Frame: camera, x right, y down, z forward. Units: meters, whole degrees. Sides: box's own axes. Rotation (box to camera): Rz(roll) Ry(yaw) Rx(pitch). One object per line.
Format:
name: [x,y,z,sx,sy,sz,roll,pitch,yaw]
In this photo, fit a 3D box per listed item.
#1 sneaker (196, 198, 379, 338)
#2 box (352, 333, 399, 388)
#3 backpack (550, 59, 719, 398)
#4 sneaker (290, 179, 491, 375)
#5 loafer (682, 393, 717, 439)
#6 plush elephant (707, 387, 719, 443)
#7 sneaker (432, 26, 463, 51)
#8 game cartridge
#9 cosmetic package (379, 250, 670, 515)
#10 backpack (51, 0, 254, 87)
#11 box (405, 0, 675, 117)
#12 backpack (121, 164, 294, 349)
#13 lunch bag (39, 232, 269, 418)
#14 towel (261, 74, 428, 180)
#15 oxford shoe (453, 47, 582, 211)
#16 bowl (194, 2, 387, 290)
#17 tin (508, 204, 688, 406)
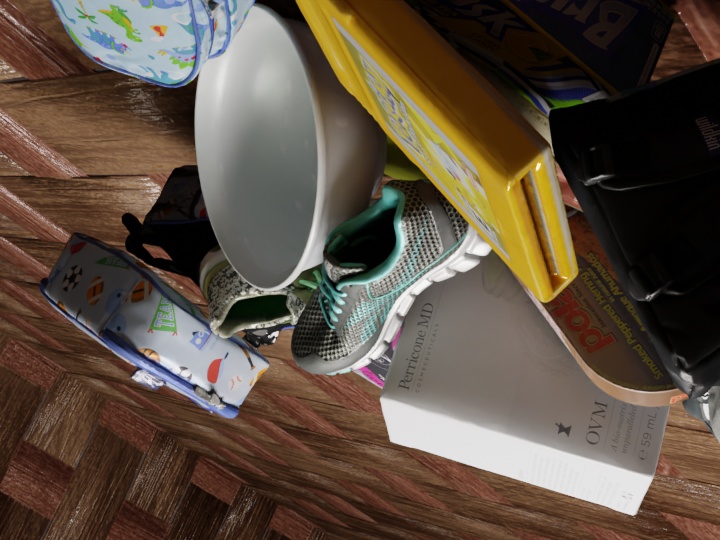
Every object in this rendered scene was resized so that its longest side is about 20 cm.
sneaker: [-0.035,0.011,0.901,0.197,0.089,0.078,-18,125,10]
box: [0.085,0.068,1.119,0.198,0.134,0.114,31,162,-19]
backpack: [0.220,-0.039,0.580,0.198,0.165,0.154,-29,151,11]
sneaker: [0.000,0.000,0.788,0.090,0.078,0.200,6,137,-43]
loafer: [0.308,0.095,1.005,0.067,0.071,0.200,8,154,40]
plush elephant: [0.312,0.055,0.757,0.197,0.157,0.165,24,161,2]
sneaker: [0.070,-0.107,0.764,0.069,0.076,0.201,19,161,16]
game cartridge: [0.033,-0.085,0.612,0.200,0.032,0.176,47,178,24]
cosmetic package: [0.137,0.047,0.867,0.196,0.202,0.123,14,159,13]
backpack: [-0.129,-0.206,0.691,0.160,0.157,0.200,15,173,8]
box: [0.074,-0.161,0.625,0.199,0.071,0.064,34,161,-23]
backpack: [-0.077,-0.028,1.038,0.189,0.156,0.200,7,154,48]
lunch bag: [-0.172,0.049,0.986,0.199,0.076,0.160,31,173,46]
towel: [0.010,-0.105,0.943,0.197,0.018,0.086,25,166,1]
oxford shoe: [0.108,-0.098,0.717,0.199,0.075,0.070,26,-178,-41]
bowl: [-0.042,-0.092,0.847,0.089,0.205,0.200,-9,180,-31]
tin: [0.169,0.001,0.783,0.201,0.111,0.042,58,174,30]
